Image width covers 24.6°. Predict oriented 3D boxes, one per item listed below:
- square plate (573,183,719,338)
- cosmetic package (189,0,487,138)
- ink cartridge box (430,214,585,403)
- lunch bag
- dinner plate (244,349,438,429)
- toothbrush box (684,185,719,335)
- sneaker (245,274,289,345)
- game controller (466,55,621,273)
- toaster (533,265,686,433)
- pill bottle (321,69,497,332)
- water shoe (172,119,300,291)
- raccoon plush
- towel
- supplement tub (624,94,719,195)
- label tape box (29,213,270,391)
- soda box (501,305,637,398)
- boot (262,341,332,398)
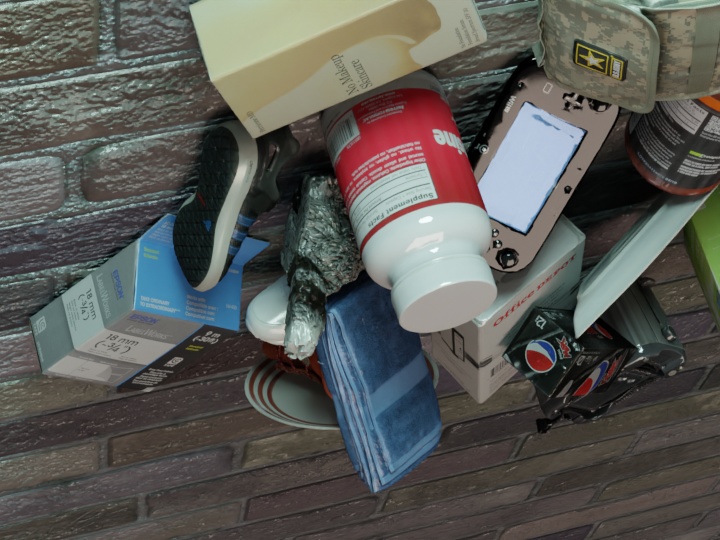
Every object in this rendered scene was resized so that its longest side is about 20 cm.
[{"bbox_3d":[0.277,-0.026,1.635,0.200,0.028,0.198,-49,177,12],"label":"square plate"},{"bbox_3d":[-0.015,-0.184,1.229,0.198,0.072,0.105,-23,154,9],"label":"cosmetic package"},{"bbox_3d":[0.147,0.027,1.681,0.146,0.084,0.201,-39,157,-15],"label":"ink cartridge box"},{"bbox_3d":[0.230,-0.203,1.264,0.197,0.119,0.164,-11,158,3],"label":"lunch bag"},{"bbox_3d":[-0.019,0.117,1.674,0.198,0.200,0.025,-10,114,-16],"label":"dinner plate"},{"bbox_3d":[0.416,0.021,1.762,0.085,0.202,0.146,-20,155,4],"label":"toothbrush box"},{"bbox_3d":[-0.025,-0.003,1.582,0.198,0.078,0.100,-28,147,-14],"label":"sneaker"},{"bbox_3d":[0.144,-0.093,1.451,0.103,0.042,0.201,19,115,-21],"label":"game controller"},{"bbox_3d":[0.262,0.085,1.868,0.199,0.130,0.113,-36,148,31],"label":"toaster"},{"bbox_3d":[0.044,-0.057,1.366,0.111,0.202,0.113,-14,155,-7],"label":"pill bottle"},{"bbox_3d":[-0.104,-0.052,1.421,0.078,0.072,0.201,-14,152,-30],"label":"water shoe"},{"bbox_3d":[0.000,0.000,1.469,0.132,0.203,0.097,12,159,-14],"label":"raccoon plush"},{"bbox_3d":[0.019,0.094,1.538,0.048,0.202,0.111,5,-150,46],"label":"towel"},{"bbox_3d":[0.312,-0.160,1.448,0.106,0.108,0.201,-8,152,-19],"label":"supplement tub"},{"bbox_3d":[-0.192,0.036,1.553,0.199,0.064,0.143,-34,151,30],"label":"label tape box"},{"bbox_3d":[0.218,0.084,1.696,0.064,0.071,0.199,-55,158,13],"label":"soda box"},{"bbox_3d":[-0.045,0.086,1.643,0.106,0.076,0.200,-8,-164,-2],"label":"boot"}]
